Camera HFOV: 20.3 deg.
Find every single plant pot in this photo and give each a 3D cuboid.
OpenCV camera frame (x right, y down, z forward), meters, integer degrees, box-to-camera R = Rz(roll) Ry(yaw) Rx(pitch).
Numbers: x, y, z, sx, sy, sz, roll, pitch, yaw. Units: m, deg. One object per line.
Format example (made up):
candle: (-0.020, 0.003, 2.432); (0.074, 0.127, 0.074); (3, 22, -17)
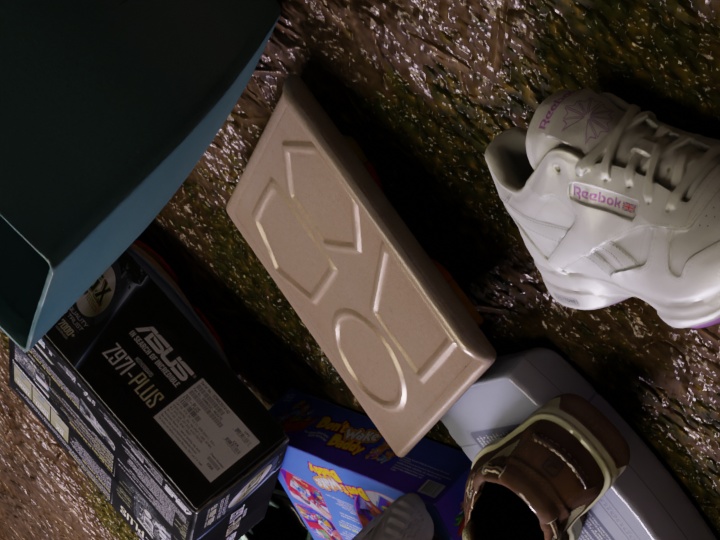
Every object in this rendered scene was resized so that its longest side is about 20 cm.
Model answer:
plant pot: (-0.145, -0.090, 1.050); (0.141, 0.200, 0.141); (45, 156, 3)

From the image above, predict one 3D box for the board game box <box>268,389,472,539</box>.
board game box: (0.025, 0.164, 1.354); (0.199, 0.045, 0.135); (16, 141, 49)

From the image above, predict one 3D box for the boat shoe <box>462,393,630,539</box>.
boat shoe: (0.080, 0.131, 1.089); (0.075, 0.075, 0.203); (41, 156, 13)

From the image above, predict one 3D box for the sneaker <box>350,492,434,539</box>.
sneaker: (0.037, 0.209, 1.261); (0.114, 0.075, 0.200); (44, 162, 3)

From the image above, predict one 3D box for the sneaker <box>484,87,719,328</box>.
sneaker: (0.119, -0.030, 0.857); (0.100, 0.075, 0.199); (53, 155, -18)

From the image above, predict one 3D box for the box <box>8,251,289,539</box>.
box: (-0.151, 0.097, 1.397); (0.200, 0.086, 0.164); (47, 156, 14)

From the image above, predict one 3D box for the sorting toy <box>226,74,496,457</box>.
sorting toy: (0.000, 0.000, 1.127); (0.186, 0.036, 0.200); (55, 159, 10)

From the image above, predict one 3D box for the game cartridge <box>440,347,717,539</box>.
game cartridge: (0.131, 0.129, 1.137); (0.200, 0.042, 0.133); (51, 152, -9)

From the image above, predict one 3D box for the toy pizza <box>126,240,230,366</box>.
toy pizza: (-0.158, 0.031, 1.469); (0.200, 0.032, 0.201); (36, 153, 22)

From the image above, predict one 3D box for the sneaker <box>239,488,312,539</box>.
sneaker: (-0.115, 0.157, 1.537); (0.200, 0.074, 0.118); (37, 163, -1)
